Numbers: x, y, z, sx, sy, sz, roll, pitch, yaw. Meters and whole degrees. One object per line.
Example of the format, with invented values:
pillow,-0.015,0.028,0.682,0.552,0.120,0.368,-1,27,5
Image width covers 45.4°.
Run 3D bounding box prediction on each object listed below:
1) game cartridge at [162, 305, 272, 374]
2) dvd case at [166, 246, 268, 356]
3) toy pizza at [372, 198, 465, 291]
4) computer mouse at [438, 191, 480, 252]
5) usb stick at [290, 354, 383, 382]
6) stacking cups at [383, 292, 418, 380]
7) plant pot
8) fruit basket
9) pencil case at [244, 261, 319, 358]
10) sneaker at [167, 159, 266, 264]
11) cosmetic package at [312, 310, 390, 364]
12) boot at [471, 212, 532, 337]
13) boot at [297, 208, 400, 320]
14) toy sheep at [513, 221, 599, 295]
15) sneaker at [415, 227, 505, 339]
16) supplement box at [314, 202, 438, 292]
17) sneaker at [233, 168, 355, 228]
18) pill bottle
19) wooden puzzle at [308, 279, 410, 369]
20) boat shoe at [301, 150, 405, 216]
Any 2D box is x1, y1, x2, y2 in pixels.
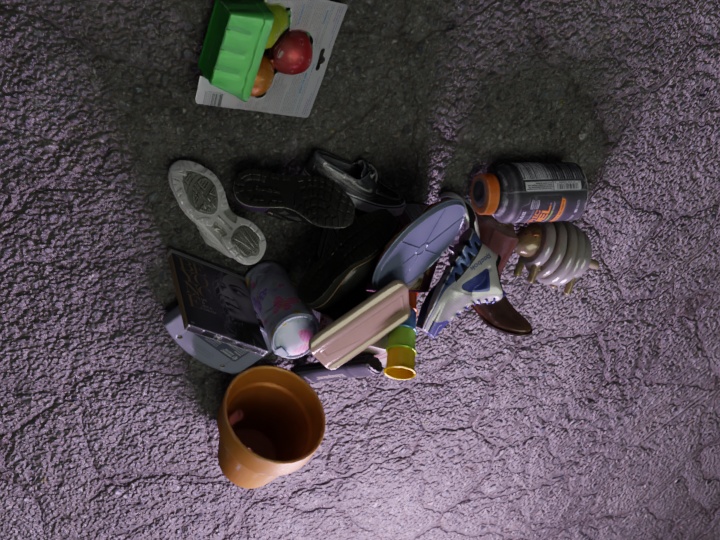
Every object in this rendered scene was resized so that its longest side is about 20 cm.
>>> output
game cartridge,-0.248,0.108,1.521,0.132,0.042,0.200,-29,136,17
dvd case,-0.232,0.047,1.387,0.147,0.201,0.016,23,115,-35
toy pizza,0.090,-0.044,1.389,0.199,0.032,0.201,-36,158,-17
computer mouse,0.193,-0.056,1.568,0.044,0.109,0.203,-32,121,-33
usb stick,-0.046,0.185,1.612,0.197,0.033,0.055,-12,154,37
stacking cups,0.082,0.092,1.554,0.059,0.203,0.061,7,152,4
plant pot,-0.188,0.314,1.626,0.197,0.203,0.184,5,140,-26
fruit basket,-0.131,-0.319,1.248,0.197,0.094,0.188,-4,129,-40
pencil case,-0.137,0.063,1.446,0.090,0.200,0.084,-30,125,-8
sneaker,-0.242,-0.085,1.366,0.078,0.099,0.201,-47,111,-26
cosmetic package,-0.019,0.108,1.577,0.197,0.089,0.103,15,154,-31
boot,0.268,0.004,1.605,0.064,0.184,0.203,-35,148,-53
boot,0.000,0.000,1.418,0.199,0.078,0.138,-40,144,5
toy sheep,0.372,-0.032,1.639,0.197,0.139,0.139,16,118,-27
sneaker,0.189,0.041,1.505,0.114,0.081,0.202,29,92,-8
supplement box,0.035,-0.044,1.499,0.196,0.104,0.133,3,123,-24
sneaker,-0.105,-0.113,1.382,0.196,0.088,0.077,15,80,-7
pill bottle,0.298,-0.139,1.542,0.196,0.107,0.108,-4,127,-20
wooden puzzle,0.001,0.089,1.429,0.183,0.038,0.200,-34,163,-4
boat shoe,-0.001,-0.149,1.432,0.197,0.072,0.068,18,119,-25
